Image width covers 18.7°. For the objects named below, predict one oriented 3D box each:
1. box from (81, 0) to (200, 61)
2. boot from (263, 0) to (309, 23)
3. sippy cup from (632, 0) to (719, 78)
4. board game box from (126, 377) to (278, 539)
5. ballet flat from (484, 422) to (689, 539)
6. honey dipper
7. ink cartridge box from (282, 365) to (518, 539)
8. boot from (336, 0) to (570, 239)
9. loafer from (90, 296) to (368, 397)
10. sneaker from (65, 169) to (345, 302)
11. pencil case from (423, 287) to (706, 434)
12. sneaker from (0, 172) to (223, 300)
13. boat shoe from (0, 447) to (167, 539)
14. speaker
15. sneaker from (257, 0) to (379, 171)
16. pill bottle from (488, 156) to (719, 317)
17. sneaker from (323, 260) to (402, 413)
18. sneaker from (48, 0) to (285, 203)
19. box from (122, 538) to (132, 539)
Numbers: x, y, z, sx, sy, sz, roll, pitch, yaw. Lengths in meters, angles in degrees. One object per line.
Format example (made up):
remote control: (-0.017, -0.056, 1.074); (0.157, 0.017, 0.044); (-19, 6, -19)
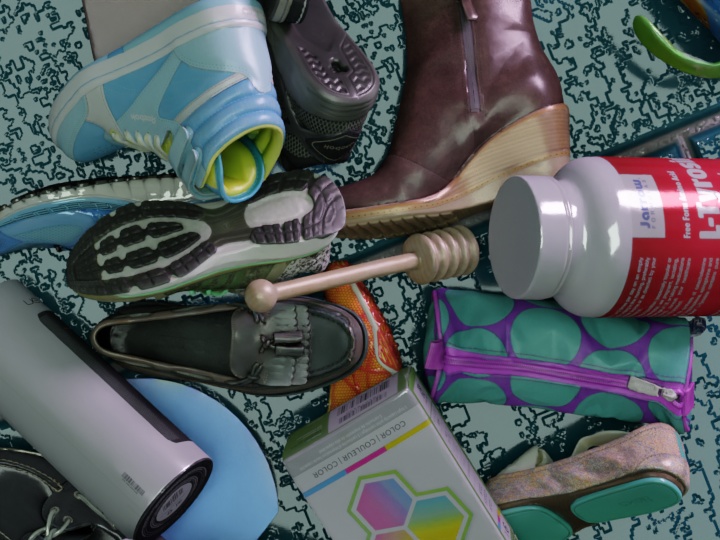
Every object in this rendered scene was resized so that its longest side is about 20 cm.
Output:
box: (-0.159, -0.249, 1.560); (0.099, 0.075, 0.202); (-11, 90, -3)
boot: (0.020, -0.233, 1.529); (0.153, 0.074, 0.205); (19, 49, -7)
sippy cup: (0.267, -0.233, 1.557); (0.130, 0.178, 0.140); (39, 134, 7)
board game box: (-0.159, 0.178, 1.590); (0.158, 0.039, 0.200); (37, 87, 3)
ballet flat: (0.148, 0.156, 1.578); (0.199, 0.068, 0.068); (-17, 137, 27)
honey dipper: (0.000, 0.000, 1.535); (0.199, 0.038, 0.038); (-11, 93, -39)
ink cartridge box: (0.041, 0.180, 1.533); (0.103, 0.059, 0.201); (-30, 102, 10)
boot: (0.048, -0.118, 1.587); (0.198, 0.072, 0.168); (-14, 80, -1)
loafer: (-0.096, 0.054, 1.545); (0.198, 0.063, 0.073); (0, 90, 19)
sneaker: (-0.104, -0.002, 1.525); (0.198, 0.089, 0.077); (-11, 53, -2)
pencil case: (0.144, 0.064, 1.571); (0.198, 0.092, 0.086); (6, 104, -1)
sneaker: (-0.174, -0.021, 1.564); (0.198, 0.078, 0.091); (-4, 95, -2)
boat shoe: (-0.200, 0.184, 1.538); (0.199, 0.063, 0.073); (30, 87, 3)
speaker: (-0.201, 0.098, 1.535); (0.200, 0.081, 0.081); (41, 90, 17)
sneaker: (-0.054, -0.147, 1.549); (0.076, 0.115, 0.200); (-9, 50, -27)
pill bottle: (0.196, -0.023, 1.534); (0.198, 0.112, 0.113); (0, 92, -22)
sneaker: (-0.001, 0.093, 1.577); (0.077, 0.073, 0.202); (-14, 90, 4)
sneaker: (-0.133, -0.090, 1.499); (0.199, 0.079, 0.131); (-30, 70, 37)
box: (-0.097, 0.309, 1.485); (0.198, 0.131, 0.201); (14, 112, -35)
